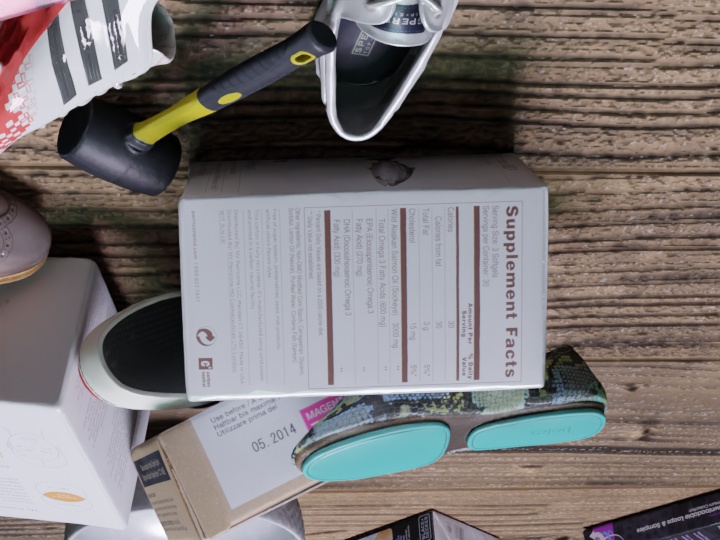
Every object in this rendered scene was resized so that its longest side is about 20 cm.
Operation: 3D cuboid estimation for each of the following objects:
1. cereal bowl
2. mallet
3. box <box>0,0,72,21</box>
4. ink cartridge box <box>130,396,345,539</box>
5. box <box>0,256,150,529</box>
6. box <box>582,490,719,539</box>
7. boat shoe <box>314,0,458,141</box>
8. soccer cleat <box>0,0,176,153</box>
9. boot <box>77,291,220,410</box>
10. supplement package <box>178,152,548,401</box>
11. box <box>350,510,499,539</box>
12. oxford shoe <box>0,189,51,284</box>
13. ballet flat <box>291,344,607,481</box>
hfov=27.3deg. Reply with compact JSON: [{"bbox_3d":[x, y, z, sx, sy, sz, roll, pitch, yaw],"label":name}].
[{"bbox_3d":[-0.145,0.199,1.235,0.199,0.084,0.200,-3,150,-2],"label":"cereal bowl"},{"bbox_3d":[-0.077,-0.084,0.783,0.199,0.041,0.066,-15,150,39],"label":"mallet"},{"bbox_3d":[-0.196,-0.161,0.558,0.199,0.109,0.128,-17,146,-5],"label":"box"},{"bbox_3d":[-0.042,0.103,0.978,0.199,0.075,0.165,-24,176,-18],"label":"ink cartridge box"},{"bbox_3d":[-0.236,0.082,0.987,0.151,0.107,0.200,4,150,6],"label":"box"},{"bbox_3d":[0.336,0.259,1.434,0.199,0.036,0.143,-24,144,28],"label":"box"},{"bbox_3d":[0.021,-0.137,0.711,0.073,0.066,0.200,2,149,-9],"label":"boat shoe"},{"bbox_3d":[-0.140,-0.111,0.739,0.085,0.069,0.200,19,138,-26],"label":"soccer cleat"},{"bbox_3d":[-0.126,0.066,0.978,0.144,0.073,0.199,-30,168,40],"label":"boot"},{"bbox_3d":[0.000,0.000,0.848,0.199,0.118,0.117,-2,-167,-4],"label":"supplement package"},{"bbox_3d":[0.028,0.304,1.451,0.199,0.060,0.116,-25,143,31],"label":"box"},{"bbox_3d":[-0.246,-0.033,0.825,0.073,0.072,0.199,-10,163,40],"label":"oxford shoe"},{"bbox_3d":[0.049,0.080,0.894,0.199,0.075,0.074,-5,151,-18],"label":"ballet flat"}]
